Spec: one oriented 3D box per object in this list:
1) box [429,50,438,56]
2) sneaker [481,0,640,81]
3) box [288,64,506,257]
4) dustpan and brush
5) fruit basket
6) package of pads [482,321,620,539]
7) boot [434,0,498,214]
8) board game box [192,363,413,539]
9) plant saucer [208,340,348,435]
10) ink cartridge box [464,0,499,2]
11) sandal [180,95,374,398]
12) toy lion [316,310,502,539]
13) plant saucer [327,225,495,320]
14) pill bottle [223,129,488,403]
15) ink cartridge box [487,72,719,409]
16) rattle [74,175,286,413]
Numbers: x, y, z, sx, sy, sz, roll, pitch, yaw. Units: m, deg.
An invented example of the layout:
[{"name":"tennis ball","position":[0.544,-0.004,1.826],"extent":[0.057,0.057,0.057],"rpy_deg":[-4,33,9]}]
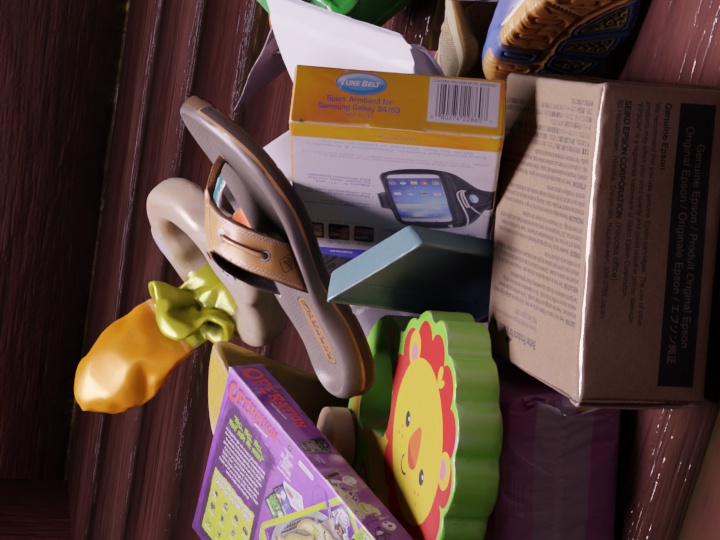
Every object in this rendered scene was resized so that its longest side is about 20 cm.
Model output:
[{"name":"box","position":[0.026,-0.052,1.779],"extent":[0.103,0.094,0.202],"rpy_deg":[159,113,-77]},{"name":"sneaker","position":[0.123,-0.187,1.409],"extent":[0.200,0.075,0.089],"rpy_deg":[-58,38,44]},{"name":"box","position":[0.020,-0.056,1.441],"extent":[0.200,0.118,0.042],"rpy_deg":[92,-177,-70]},{"name":"dustpan and brush","position":[0.021,-0.082,1.527],"extent":[0.139,0.057,0.201],"rpy_deg":[24,137,44]},{"name":"fruit basket","position":[-0.021,-0.212,1.885],"extent":[0.094,0.185,0.200],"rpy_deg":[49,163,-1]},{"name":"package of pads","position":[0.094,0.109,1.480],"extent":[0.200,0.075,0.122],"rpy_deg":[-137,50,-74]},{"name":"boot","position":[0.073,-0.076,1.622],"extent":[0.156,0.072,0.201],"rpy_deg":[106,163,-46]},{"name":"board game box","position":[-0.034,0.158,1.460],"extent":[0.200,0.032,0.121],"rpy_deg":[47,135,46]},{"name":"plant saucer","position":[-0.013,0.154,1.603],"extent":[0.048,0.199,0.201],"rpy_deg":[-41,54,20]},{"name":"ink cartridge box","position":[0.041,-0.209,1.507],"extent":[0.146,0.198,0.085],"rpy_deg":[-135,49,-75]},{"name":"sandal","position":[-0.058,-0.008,1.456],"extent":[0.201,0.054,0.082],"rpy_deg":[65,163,-13]},{"name":"toy lion","position":[0.035,0.098,1.451],"extent":[0.201,0.068,0.193],"rpy_deg":[-107,25,-51]},{"name":"plant saucer","position":[0.051,0.002,1.464],"extent":[0.200,0.070,0.019],"rpy_deg":[10,-128,-62]},{"name":"pill bottle","position":[0.000,0.000,1.646],"extent":[0.201,0.113,0.113],"rpy_deg":[57,164,1]},{"name":"ink cartridge box","position":[0.129,-0.021,1.348],"extent":[0.200,0.074,0.166],"rpy_deg":[-150,63,-77]},{"name":"rattle","position":[-0.119,0.009,1.574],"extent":[0.200,0.142,0.131],"rpy_deg":[159,91,-76]}]
